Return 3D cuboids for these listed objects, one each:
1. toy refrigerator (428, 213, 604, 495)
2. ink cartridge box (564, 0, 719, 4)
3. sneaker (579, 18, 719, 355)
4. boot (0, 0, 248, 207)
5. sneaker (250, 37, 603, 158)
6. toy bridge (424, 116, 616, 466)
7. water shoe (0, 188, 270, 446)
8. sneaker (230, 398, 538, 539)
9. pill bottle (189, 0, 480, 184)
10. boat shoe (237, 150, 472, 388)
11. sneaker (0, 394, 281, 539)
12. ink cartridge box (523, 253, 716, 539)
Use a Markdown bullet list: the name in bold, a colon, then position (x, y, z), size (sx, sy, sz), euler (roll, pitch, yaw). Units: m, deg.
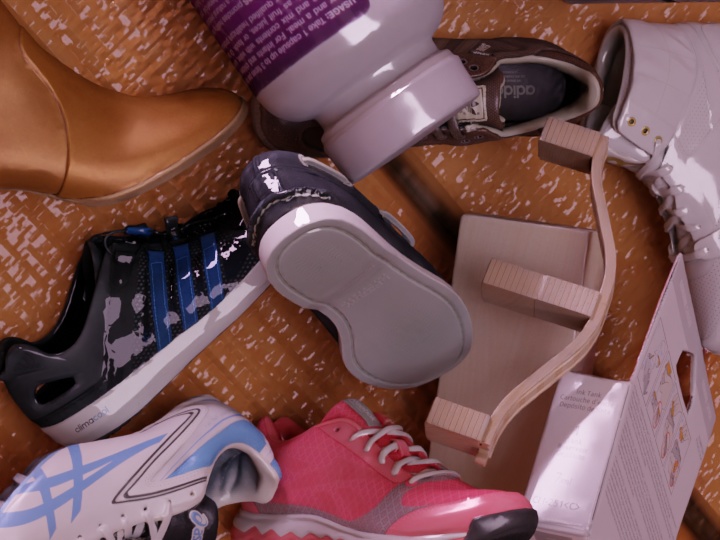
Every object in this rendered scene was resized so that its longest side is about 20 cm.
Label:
- **toy refrigerator**: position (0.088, 0.071, 1.187), size (0.076, 0.070, 0.200), euler (8, 94, 18)
- **ink cartridge box**: position (0.159, -0.224, 1.123), size (0.083, 0.200, 0.147), euler (25, 85, -25)
- **sneaker**: position (0.179, -0.049, 1.226), size (0.115, 0.074, 0.200), euler (3, 82, -23)
- **boot**: position (-0.168, -0.097, 1.060), size (0.201, 0.071, 0.144), euler (-26, 109, -14)
- **sneaker**: position (0.040, -0.101, 1.153), size (0.200, 0.076, 0.071), euler (-10, 100, -24)
- **toy bridge**: position (0.097, 0.015, 1.108), size (0.067, 0.027, 0.200), euler (18, 67, 12)
- **water shoe**: position (-0.106, 0.003, 1.101), size (0.200, 0.071, 0.079), euler (-47, 110, -13)
- **sneaker**: position (0.005, 0.111, 1.103), size (0.074, 0.200, 0.087), euler (5, 83, -48)
- **pill bottle**: position (-0.028, -0.148, 1.069), size (0.112, 0.112, 0.200), euler (-34, 90, -17)
- **boat shoe**: position (0.000, 0.000, 1.091), size (0.076, 0.060, 0.200), euler (-30, 146, 5)
- **sneaker**: position (-0.119, 0.123, 1.058), size (0.200, 0.072, 0.072), euler (-27, 143, -44)
- **ink cartridge box**: position (0.151, 0.111, 1.189), size (0.200, 0.045, 0.176), euler (66, 40, -55)
